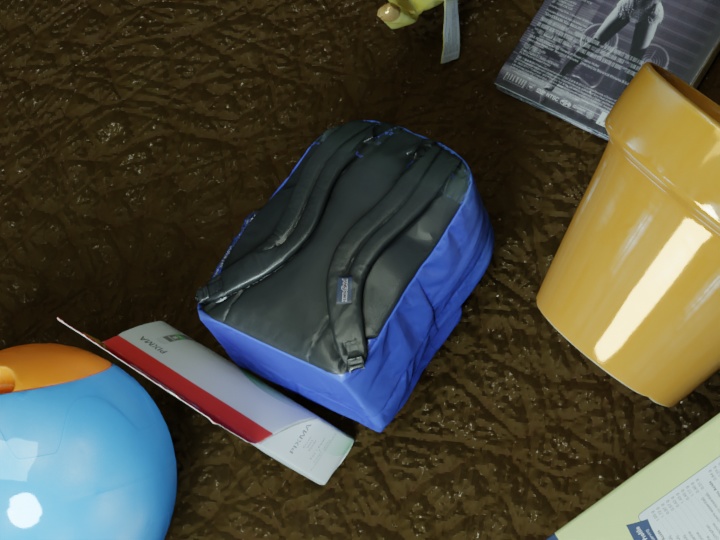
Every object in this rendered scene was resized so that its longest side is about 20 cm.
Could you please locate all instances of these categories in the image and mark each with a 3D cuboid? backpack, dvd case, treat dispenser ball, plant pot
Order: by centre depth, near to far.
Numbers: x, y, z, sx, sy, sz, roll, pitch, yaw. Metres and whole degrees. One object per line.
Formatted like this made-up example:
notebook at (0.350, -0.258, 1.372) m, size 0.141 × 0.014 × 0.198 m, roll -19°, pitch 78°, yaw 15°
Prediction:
plant pot at (0.226, -0.013, 1.572) m, size 0.200 × 0.200 × 0.184 m, roll 43°, pitch 103°, yaw 30°
backpack at (0.000, 0.000, 1.653) m, size 0.162 × 0.168 × 0.201 m, roll 24°, pitch 73°, yaw 25°
treat dispenser ball at (-0.235, 0.155, 1.658) m, size 0.200 × 0.201 × 0.202 m, roll -8°, pitch 66°, yaw 18°
dvd case at (0.214, -0.197, 1.740) m, size 0.148 × 0.016 × 0.201 m, roll 28°, pitch 81°, yaw 29°

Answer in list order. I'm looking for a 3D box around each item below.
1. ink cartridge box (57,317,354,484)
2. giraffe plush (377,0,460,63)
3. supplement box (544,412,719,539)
ink cartridge box at (-0.111, 0.081, 1.642) m, size 0.161 × 0.200 × 0.050 m, roll 30°, pitch 83°, yaw 28°
giraffe plush at (0.029, -0.286, 1.792) m, size 0.162 × 0.172 × 0.201 m, roll 30°, pitch 116°, yaw 39°
supplement box at (0.257, 0.220, 1.479) m, size 0.199 × 0.134 × 0.200 m, roll -36°, pitch 60°, yaw 3°
